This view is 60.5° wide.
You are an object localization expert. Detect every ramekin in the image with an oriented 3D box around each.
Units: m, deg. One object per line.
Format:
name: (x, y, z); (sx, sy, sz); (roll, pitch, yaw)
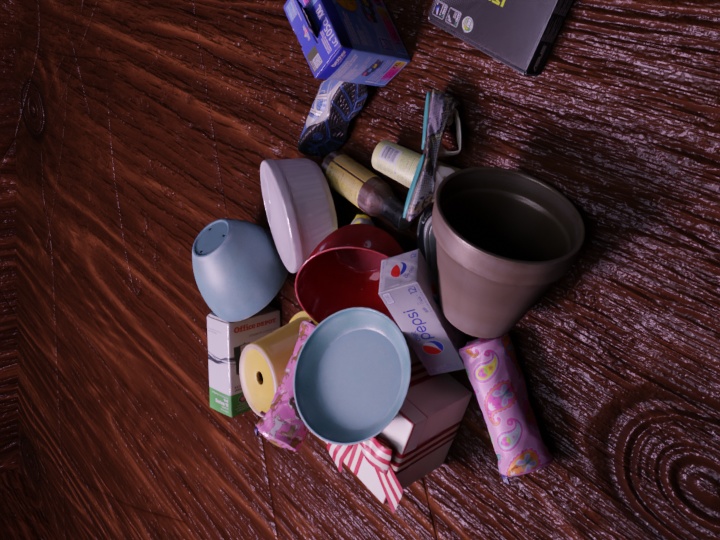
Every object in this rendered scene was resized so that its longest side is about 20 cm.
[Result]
ramekin: (-0.110, -0.108, 1.115); (0.202, 0.092, 0.208); (162, 91, -74)

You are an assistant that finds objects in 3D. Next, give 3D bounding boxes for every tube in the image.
tube: (0.105, -0.146, 0.972); (0.198, 0.052, 0.059); (32, 158, 31)

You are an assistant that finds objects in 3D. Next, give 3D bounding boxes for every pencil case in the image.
pencil case: (0.209, 0.196, 0.901); (0.086, 0.086, 0.205); (-24, 82, 44)
pencil case: (-0.098, 0.185, 1.004); (0.085, 0.083, 0.204); (23, 78, 6)

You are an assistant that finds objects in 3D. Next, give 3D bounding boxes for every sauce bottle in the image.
sauce bottle: (0.011, -0.134, 1.052); (0.199, 0.064, 0.066); (41, 124, 34)

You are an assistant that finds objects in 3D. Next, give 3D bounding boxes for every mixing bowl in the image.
mixing bowl: (0.000, 0.000, 0.991); (0.200, 0.197, 0.110); (-43, 26, 40)

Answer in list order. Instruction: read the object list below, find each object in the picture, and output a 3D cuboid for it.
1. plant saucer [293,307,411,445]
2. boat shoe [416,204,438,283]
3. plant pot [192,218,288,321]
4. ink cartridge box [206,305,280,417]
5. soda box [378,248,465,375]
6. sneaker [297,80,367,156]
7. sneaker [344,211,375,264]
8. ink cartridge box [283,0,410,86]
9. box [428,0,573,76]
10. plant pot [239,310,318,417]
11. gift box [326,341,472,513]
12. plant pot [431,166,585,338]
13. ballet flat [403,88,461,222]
plant saucer: (-0.009, 0.158, 0.921); (0.195, 0.036, 0.206); (-11, 65, 24)
boat shoe: (0.122, -0.003, 0.970); (0.061, 0.073, 0.205); (-106, 17, -63)
plant pot: (-0.255, -0.023, 1.223); (0.196, 0.135, 0.204); (-19, 45, 20)
ink cartridge box: (-0.245, 0.184, 1.314); (0.082, 0.145, 0.206); (11, 106, 41)
soda box: (0.095, 0.067, 0.915); (0.062, 0.069, 0.202); (-15, 131, 22)
sneaker: (-0.051, -0.282, 1.096); (0.200, 0.074, 0.079); (-44, 45, 40)
sneaker: (-0.019, -0.019, 1.114); (0.201, 0.074, 0.078); (-53, 31, 40)
ink cartridge box: (-0.029, -0.368, 0.954); (0.076, 0.197, 0.139); (-36, 73, 42)
box: (0.200, -0.396, 0.825); (0.193, 0.047, 0.203); (45, 127, 33)
plant pot: (-0.114, 0.179, 1.140); (0.198, 0.186, 0.207); (13, 107, 48)
gift box: (0.051, 0.254, 0.999); (0.183, 0.184, 0.205); (31, 117, 37)
plant pot: (0.179, -0.012, 0.838); (0.200, 0.197, 0.177); (42, 141, 31)
ballet flat: (0.113, -0.167, 0.912); (0.071, 0.071, 0.206); (4, 79, 44)
